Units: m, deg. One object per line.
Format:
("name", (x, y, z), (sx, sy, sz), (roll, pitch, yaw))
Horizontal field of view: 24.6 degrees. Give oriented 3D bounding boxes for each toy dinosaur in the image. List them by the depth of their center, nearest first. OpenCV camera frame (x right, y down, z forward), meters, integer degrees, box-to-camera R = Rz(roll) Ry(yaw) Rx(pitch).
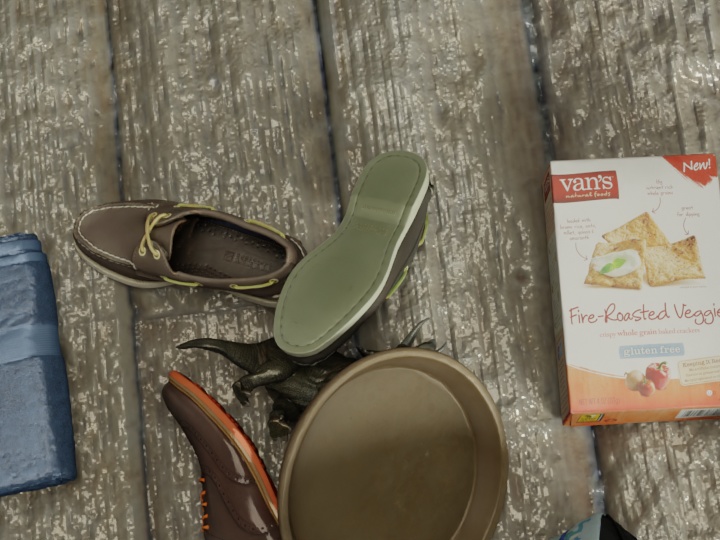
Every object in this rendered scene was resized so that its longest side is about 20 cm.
("toy dinosaur", (-0.040, 0.085, 1.257), (0.197, 0.102, 0.078), (5, 115, 14))

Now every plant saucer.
("plant saucer", (0.022, 0.154, 1.206), (0.198, 0.029, 0.203), (-5, 99, -31))

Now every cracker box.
("cracker box", (0.216, 0.014, 1.279), (0.132, 0.058, 0.203), (-3, 74, -1))

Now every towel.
("towel", (-0.282, 0.076, 1.271), (0.110, 0.049, 0.203), (-11, 74, -2))

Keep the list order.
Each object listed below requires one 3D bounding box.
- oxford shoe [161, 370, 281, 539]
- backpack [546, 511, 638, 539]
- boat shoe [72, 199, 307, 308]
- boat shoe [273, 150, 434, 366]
("oxford shoe", (-0.098, 0.166, 1.235), (0.072, 0.071, 0.201), (-36, 77, -4))
("backpack", (0.163, 0.259, 1.142), (0.163, 0.153, 0.201), (48, 35, -20))
("boat shoe", (-0.136, -0.020, 1.281), (0.197, 0.060, 0.073), (13, 75, 13))
("boat shoe", (0.000, 0.000, 1.255), (0.071, 0.061, 0.202), (17, 56, 24))
